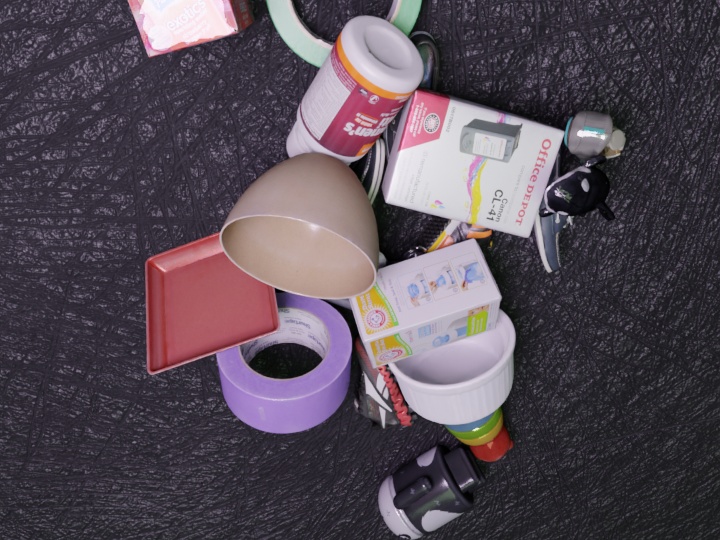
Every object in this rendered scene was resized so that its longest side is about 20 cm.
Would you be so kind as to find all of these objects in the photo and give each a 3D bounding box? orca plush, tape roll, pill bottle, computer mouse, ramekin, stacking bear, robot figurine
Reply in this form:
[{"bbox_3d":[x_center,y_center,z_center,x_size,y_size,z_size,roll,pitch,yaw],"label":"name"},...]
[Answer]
[{"bbox_3d":[0.293,-0.083,0.771,0.105,0.200,0.071,-41,74,13],"label":"orca plush"},{"bbox_3d":[-0.112,0.133,0.889,0.198,0.201,0.086,1,133,-4],"label":"tape roll"},{"bbox_3d":[-0.021,-0.359,0.753,0.198,0.048,0.202,-2,115,-4],"label":"tape roll"},{"bbox_3d":[-0.015,-0.208,0.753,0.109,0.110,0.200,27,141,-15],"label":"pill bottle"},{"bbox_3d":[0.000,0.000,0.881,0.198,0.044,0.110,1,152,-15],"label":"computer mouse"},{"bbox_3d":[0.144,0.141,0.925,0.198,0.201,0.098,-14,124,3],"label":"ramekin"},{"bbox_3d":[0.198,0.252,1.031,0.121,0.114,0.201,-28,119,10],"label":"stacking bear"},{"bbox_3d":[0.127,0.405,1.085,0.199,0.125,0.151,-35,110,12],"label":"robot figurine"}]

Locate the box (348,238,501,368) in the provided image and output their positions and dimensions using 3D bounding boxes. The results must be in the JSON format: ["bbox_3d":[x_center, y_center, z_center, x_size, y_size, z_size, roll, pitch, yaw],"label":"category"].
[{"bbox_3d":[0.090,0.050,0.864,0.198,0.102,0.113,-17,150,-2],"label":"box"}]

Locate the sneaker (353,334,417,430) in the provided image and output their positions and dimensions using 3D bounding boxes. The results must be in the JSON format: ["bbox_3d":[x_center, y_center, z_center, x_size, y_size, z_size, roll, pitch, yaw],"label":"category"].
[{"bbox_3d":[0.022,0.196,1.007,0.097,0.071,0.202,-22,116,4],"label":"sneaker"}]

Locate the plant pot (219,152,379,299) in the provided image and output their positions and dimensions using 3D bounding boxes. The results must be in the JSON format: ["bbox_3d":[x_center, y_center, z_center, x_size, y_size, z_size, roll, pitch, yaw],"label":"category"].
[{"bbox_3d":[-0.063,-0.068,0.758,0.198,0.136,0.201,11,152,6],"label":"plant pot"}]

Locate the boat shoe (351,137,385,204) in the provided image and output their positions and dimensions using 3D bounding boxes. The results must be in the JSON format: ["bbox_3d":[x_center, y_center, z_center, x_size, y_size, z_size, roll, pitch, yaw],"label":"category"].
[{"bbox_3d":[-0.023,-0.104,0.861,0.062,0.075,0.201,20,118,-20],"label":"boat shoe"}]

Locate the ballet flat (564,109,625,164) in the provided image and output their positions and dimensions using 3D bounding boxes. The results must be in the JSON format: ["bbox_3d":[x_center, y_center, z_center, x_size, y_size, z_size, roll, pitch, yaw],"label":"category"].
[{"bbox_3d":[0.319,-0.170,0.787,0.063,0.199,0.068,13,102,26],"label":"ballet flat"}]

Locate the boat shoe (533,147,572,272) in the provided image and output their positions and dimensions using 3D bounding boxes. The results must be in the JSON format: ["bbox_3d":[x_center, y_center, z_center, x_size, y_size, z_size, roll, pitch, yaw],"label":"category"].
[{"bbox_3d":[0.287,-0.093,0.890,0.061,0.075,0.202,-11,107,14],"label":"boat shoe"}]

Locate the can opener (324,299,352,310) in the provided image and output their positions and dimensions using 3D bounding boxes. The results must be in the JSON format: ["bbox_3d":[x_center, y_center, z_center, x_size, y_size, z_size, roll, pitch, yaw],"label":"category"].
[{"bbox_3d":[-0.038,0.034,0.934,0.198,0.067,0.053,20,117,-18],"label":"can opener"}]

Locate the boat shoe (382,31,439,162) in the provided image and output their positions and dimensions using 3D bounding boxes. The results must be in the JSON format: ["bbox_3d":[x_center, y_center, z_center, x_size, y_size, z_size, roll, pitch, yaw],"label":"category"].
[{"bbox_3d":[0.070,-0.221,0.819,0.068,0.057,0.202,2,115,-5],"label":"boat shoe"}]

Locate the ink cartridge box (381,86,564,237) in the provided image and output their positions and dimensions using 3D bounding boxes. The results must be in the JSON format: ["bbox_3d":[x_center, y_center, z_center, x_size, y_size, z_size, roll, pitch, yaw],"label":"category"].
[{"bbox_3d":[0.140,-0.141,0.774,0.198,0.086,0.149,13,108,-4],"label":"ink cartridge box"}]

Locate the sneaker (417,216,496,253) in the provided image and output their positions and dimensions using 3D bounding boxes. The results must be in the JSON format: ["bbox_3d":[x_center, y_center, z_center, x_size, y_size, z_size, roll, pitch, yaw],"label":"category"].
[{"bbox_3d":[0.180,-0.080,0.893,0.090,0.070,0.200,35,113,-24],"label":"sneaker"}]

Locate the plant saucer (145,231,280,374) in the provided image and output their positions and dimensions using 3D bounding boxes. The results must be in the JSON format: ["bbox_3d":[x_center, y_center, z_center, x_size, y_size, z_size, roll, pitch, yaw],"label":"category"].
[{"bbox_3d":[-0.215,0.039,0.868,0.198,0.201,0.037,-19,146,6],"label":"plant saucer"}]

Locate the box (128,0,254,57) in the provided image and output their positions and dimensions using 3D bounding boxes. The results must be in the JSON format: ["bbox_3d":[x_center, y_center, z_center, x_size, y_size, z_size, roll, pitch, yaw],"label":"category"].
[{"bbox_3d":[-0.188,-0.314,0.677,0.102,0.200,0.095,-13,116,3],"label":"box"}]
